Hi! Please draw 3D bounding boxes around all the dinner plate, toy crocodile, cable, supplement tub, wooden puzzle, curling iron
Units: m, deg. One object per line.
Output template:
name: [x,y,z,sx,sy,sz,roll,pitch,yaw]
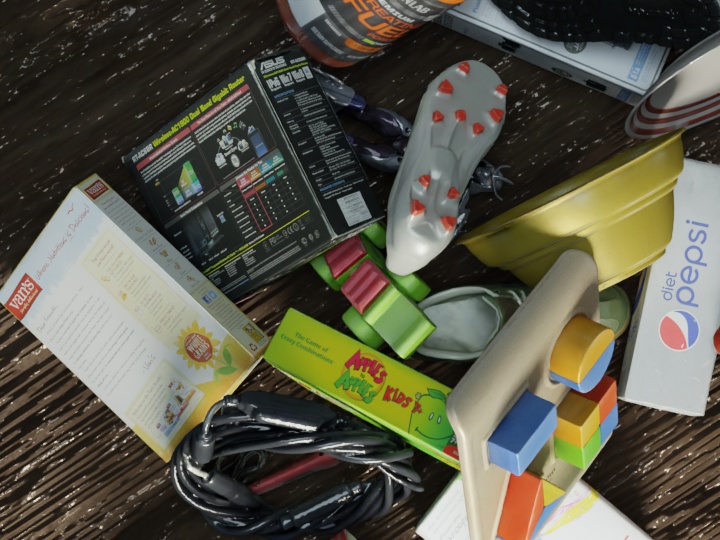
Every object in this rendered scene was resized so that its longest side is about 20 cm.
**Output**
dinner plate: [0.292,-0.162,1.601,0.199,0.200,0.024,-27,75,0]
toy crocodile: [0.000,0.000,1.630,0.067,0.062,0.200,-43,43,9]
cable: [-0.048,0.165,1.622,0.199,0.164,0.051,11,45,-14]
supplement tub: [0.032,-0.242,1.600,0.200,0.107,0.107,-26,86,40]
wooden puzzle: [0.140,0.113,1.535,0.046,0.201,0.185,21,54,32]
curling iron: [-0.029,0.141,1.679,0.199,0.026,0.050,-18,98,1]

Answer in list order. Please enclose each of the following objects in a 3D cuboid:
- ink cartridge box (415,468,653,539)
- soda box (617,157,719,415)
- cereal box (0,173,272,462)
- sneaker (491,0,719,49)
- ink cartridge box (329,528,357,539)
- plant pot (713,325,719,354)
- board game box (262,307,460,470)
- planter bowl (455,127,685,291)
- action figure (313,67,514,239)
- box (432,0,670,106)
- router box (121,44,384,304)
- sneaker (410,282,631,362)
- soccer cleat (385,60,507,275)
ink cartridge box: [0.156,0.225,1.650,0.200,0.067,0.117,38,88,3]
soda box: [0.260,0.013,1.659,0.068,0.063,0.201,11,88,1]
cereal box: [-0.184,0.039,1.651,0.200,0.040,0.144,44,124,3]
sneaker: [0.198,-0.227,1.618,0.199,0.088,0.076,14,131,20]
ink cartridge box: [-0.042,0.327,1.634,0.200,0.086,0.148,-38,98,1]
plant pot: [0.426,0.022,1.568,0.200,0.176,0.200,39,68,3]
board game box: [0.031,0.102,1.606,0.199,0.102,0.048,26,84,27]
planter bowl: [0.180,-0.030,1.598,0.200,0.200,0.084,-27,92,0]
action figure: [0.031,-0.101,1.669,0.199,0.069,0.131,20,70,-2]
box: [0.163,-0.225,1.675,0.199,0.060,0.117,24,88,3]
router box: [-0.088,-0.067,1.616,0.062,0.200,0.150,-24,87,-42]
sneaker: [0.121,0.043,1.648,0.199,0.090,0.068,-5,87,2]
soccer cleat: [0.060,-0.084,1.609,0.069,0.078,0.201,28,52,-9]
